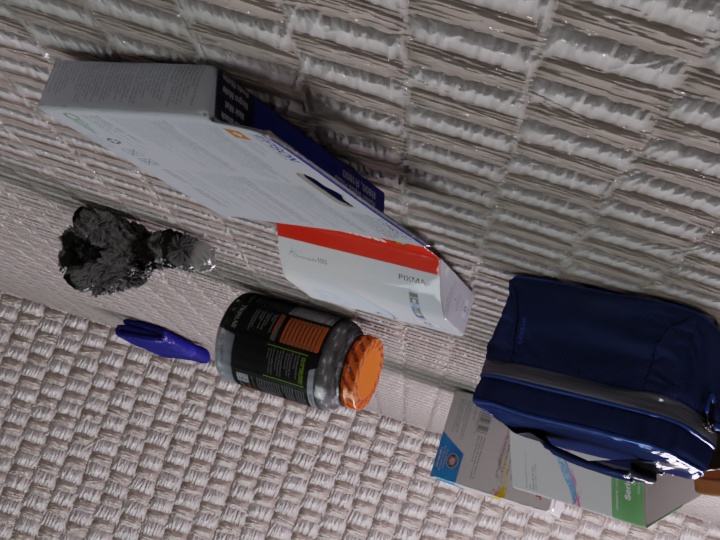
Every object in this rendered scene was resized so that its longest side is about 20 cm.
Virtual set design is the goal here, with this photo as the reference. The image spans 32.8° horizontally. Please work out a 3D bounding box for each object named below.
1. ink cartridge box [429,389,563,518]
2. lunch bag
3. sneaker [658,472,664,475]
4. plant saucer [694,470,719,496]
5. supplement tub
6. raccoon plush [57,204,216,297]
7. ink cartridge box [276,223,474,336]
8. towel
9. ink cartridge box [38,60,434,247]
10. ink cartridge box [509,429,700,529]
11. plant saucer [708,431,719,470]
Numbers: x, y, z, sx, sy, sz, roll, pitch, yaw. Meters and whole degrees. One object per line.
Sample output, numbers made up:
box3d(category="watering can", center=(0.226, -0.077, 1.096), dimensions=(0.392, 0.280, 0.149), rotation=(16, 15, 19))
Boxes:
box3d(category="ink cartridge box", center=(0.239, 0.297, 1.963), dimensions=(0.199, 0.148, 0.145), rotation=(15, 170, 20))
box3d(category="lunch bag", center=(0.200, 0.096, 0.977), dimensions=(0.199, 0.133, 0.136), rotation=(11, 168, 38))
box3d(category="sneaker", center=(0.316, 0.147, 1.147), dimensions=(0.070, 0.100, 0.200), rotation=(23, 168, -16))
box3d(category="plant saucer", center=(0.447, 0.208, 1.266), dimensions=(0.199, 0.033, 0.200), rotation=(-4, 175, 0))
box3d(category="supplement tub", center=(-0.078, 0.109, 1.585), dimensions=(0.199, 0.123, 0.123), rotation=(15, 170, 20))
box3d(category="raccoon plush", center=(-0.253, -0.006, 1.389), dimensions=(0.199, 0.097, 0.134), rotation=(17, 178, 7))
box3d(category="ink cartridge box", center=(0.000, 0.000, 1.063), dimensions=(0.159, 0.048, 0.200), rotation=(15, 172, 22))
box3d(category="towel", center=(-0.445, 0.159, 2.769), dimensions=(0.147, 0.050, 0.200), rotation=(5, 165, 26))
box3d(category="ink cartridge box", center=(-0.073, -0.076, 0.799), dimensions=(0.199, 0.041, 0.199), rotation=(11, 168, 35))
box3d(category="ink cartridge box", center=(0.301, 0.228, 1.487), dimensions=(0.145, 0.088, 0.199), rotation=(-16, -165, -41))
box3d(category="plant saucer", center=(0.366, 0.183, 1.281), dimensions=(0.199, 0.037, 0.200), rotation=(-6, 174, -1))
